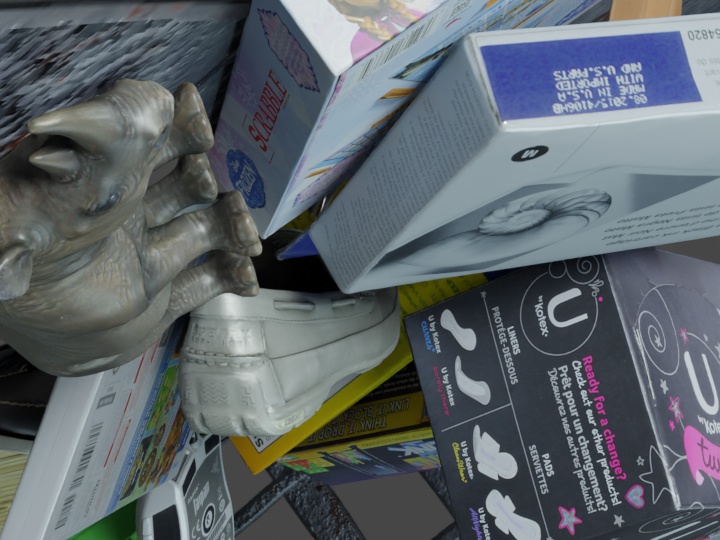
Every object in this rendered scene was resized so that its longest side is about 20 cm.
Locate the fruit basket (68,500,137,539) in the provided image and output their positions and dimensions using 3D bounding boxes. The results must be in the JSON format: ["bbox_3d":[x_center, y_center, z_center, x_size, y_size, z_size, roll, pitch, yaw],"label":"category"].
[{"bbox_3d":[-0.182,0.208,1.108,0.215,0.216,0.155,-34,175,-35],"label":"fruit basket"}]

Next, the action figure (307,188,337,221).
[{"bbox_3d":[0.069,-0.076,0.779,0.198,0.103,0.119,-11,-178,-6],"label":"action figure"}]

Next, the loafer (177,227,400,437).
[{"bbox_3d":[-0.025,0.015,0.776,0.069,0.070,0.200,1,-167,14],"label":"loafer"}]

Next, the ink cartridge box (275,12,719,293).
[{"bbox_3d":[0.089,-0.035,0.672,0.198,0.041,0.200,-8,163,-24],"label":"ink cartridge box"}]

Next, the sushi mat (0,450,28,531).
[{"bbox_3d":[-0.192,0.116,0.849,0.199,0.012,0.096,-8,137,-57],"label":"sushi mat"}]

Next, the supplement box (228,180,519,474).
[{"bbox_3d":[0.000,0.000,0.936,0.200,0.109,0.109,-39,175,30],"label":"supplement box"}]

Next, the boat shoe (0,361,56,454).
[{"bbox_3d":[-0.129,0.043,0.836,0.200,0.072,0.063,-13,114,-67],"label":"boat shoe"}]

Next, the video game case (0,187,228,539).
[{"bbox_3d":[-0.087,0.035,0.744,0.200,0.018,0.144,-11,122,-80],"label":"video game case"}]

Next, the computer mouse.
[{"bbox_3d":[-0.111,0.116,1.019,0.110,0.044,0.201,-58,151,-53],"label":"computer mouse"}]

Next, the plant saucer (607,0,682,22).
[{"bbox_3d":[0.145,-0.076,0.938,0.200,0.032,0.202,10,90,-79],"label":"plant saucer"}]

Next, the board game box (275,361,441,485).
[{"bbox_3d":[0.042,0.032,1.040,0.199,0.057,0.166,-16,-125,48],"label":"board game box"}]

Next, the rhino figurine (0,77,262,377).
[{"bbox_3d":[-0.077,-0.011,0.501,0.087,0.060,0.200,-25,171,-7],"label":"rhino figurine"}]

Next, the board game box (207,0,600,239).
[{"bbox_3d":[0.043,-0.103,0.608,0.199,0.041,0.200,-36,175,-16],"label":"board game box"}]

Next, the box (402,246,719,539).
[{"bbox_3d":[0.132,0.071,0.853,0.114,0.133,0.199,-25,160,31],"label":"box"}]
